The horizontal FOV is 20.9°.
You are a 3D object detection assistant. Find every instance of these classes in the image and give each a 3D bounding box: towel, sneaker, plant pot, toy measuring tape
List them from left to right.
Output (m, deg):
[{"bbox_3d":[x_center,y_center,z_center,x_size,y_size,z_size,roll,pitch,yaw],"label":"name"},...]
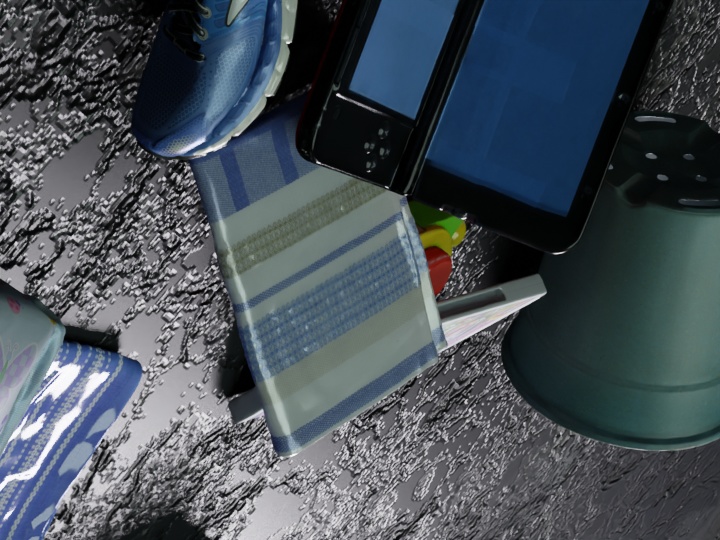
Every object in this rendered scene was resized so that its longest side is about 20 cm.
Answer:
[{"bbox_3d":[-0.209,0.099,1.087,0.145,0.024,0.200,-56,154,7],"label":"towel"},{"bbox_3d":[-0.073,-0.150,0.942,0.089,0.078,0.201,3,114,-51],"label":"sneaker"},{"bbox_3d":[-0.023,-0.005,1.153,0.146,0.024,0.201,-32,117,-34],"label":"towel"},{"bbox_3d":[0.000,0.000,1.249,0.199,0.073,0.074,-20,141,-47],"label":"toy measuring tape"},{"bbox_3d":[0.221,-0.001,1.483,0.200,0.200,0.197,-26,138,-41],"label":"plant pot"}]

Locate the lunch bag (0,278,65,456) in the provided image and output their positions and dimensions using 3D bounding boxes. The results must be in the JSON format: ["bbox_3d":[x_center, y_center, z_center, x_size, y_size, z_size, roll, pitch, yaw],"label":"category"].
[{"bbox_3d":[-0.255,0.076,0.872,0.201,0.127,0.169,-64,155,5],"label":"lunch bag"}]

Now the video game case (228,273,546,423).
[{"bbox_3d":[0.021,0.052,1.329,0.143,0.018,0.199,-31,169,37],"label":"video game case"}]

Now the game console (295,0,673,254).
[{"bbox_3d":[0.076,-0.128,1.100,0.172,0.118,0.201,15,97,-62],"label":"game console"}]
